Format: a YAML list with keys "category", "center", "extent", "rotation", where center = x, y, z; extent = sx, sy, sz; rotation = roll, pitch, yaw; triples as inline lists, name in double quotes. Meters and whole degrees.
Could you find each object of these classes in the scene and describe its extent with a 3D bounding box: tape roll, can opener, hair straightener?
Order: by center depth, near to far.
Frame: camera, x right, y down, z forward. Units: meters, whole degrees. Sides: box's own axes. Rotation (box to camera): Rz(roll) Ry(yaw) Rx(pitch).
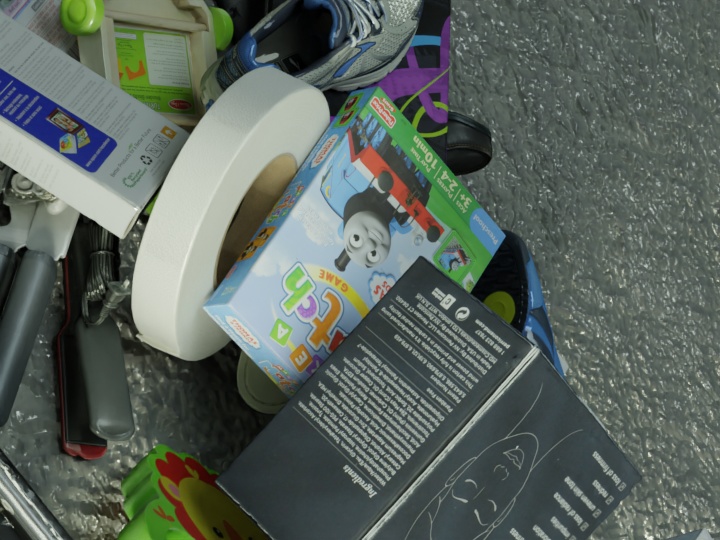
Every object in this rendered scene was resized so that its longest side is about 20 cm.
- category: "can opener"
  center: [-0.216, 0.009, 1.395]
  extent: [0.067, 0.052, 0.201]
  rotation: [82, 20, -58]
- category: "hair straightener"
  center: [-0.164, 0.017, 1.431]
  extent: [0.041, 0.077, 0.202]
  rotation: [15, 61, -35]
- category: "tape roll"
  center: [-0.085, -0.036, 1.464]
  extent: [0.037, 0.204, 0.203]
  rotation: [25, 42, 15]

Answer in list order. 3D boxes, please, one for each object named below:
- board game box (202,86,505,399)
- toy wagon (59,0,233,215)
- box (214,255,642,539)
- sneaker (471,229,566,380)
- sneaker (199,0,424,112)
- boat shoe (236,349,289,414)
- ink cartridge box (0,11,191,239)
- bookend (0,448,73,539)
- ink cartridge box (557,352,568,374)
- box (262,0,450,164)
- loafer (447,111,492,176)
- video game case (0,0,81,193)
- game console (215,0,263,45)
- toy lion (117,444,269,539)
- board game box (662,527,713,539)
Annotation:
- category: "board game box"
  center: [0.000, 0.000, 1.489]
  extent: [0.151, 0.036, 0.201]
  rotation: [47, 60, -25]
- category: "toy wagon"
  center: [-0.143, -0.116, 1.528]
  extent: [0.155, 0.039, 0.202]
  rotation: [0, 82, -55]
- category: "box"
  center: [0.048, 0.134, 1.412]
  extent: [0.197, 0.124, 0.200]
  rotation: [-48, 141, -5]
- category: "sneaker"
  center: [0.115, 0.073, 1.580]
  extent: [0.078, 0.066, 0.202]
  rotation: [19, 60, -53]
- category: "sneaker"
  center: [-0.019, -0.166, 1.547]
  extent: [0.200, 0.085, 0.077]
  rotation: [-37, 82, -32]
- category: "boat shoe"
  center: [-0.031, 0.028, 1.569]
  extent: [0.074, 0.066, 0.200]
  rotation: [30, 63, -5]
- category: "ink cartridge box"
  center: [-0.210, -0.107, 1.405]
  extent: [0.199, 0.037, 0.095]
  rotation: [35, 38, -3]
- category: "bookend"
  center: [-0.284, 0.166, 1.226]
  extent: [0.199, 0.092, 0.200]
  rotation: [54, 44, -12]
- category: "ink cartridge box"
  center: [0.052, 0.088, 1.612]
  extent: [0.146, 0.084, 0.200]
  rotation: [51, 44, -15]
- category: "box"
  center: [-0.004, -0.161, 1.620]
  extent: [0.142, 0.036, 0.202]
  rotation: [10, 62, -16]
- category: "loafer"
  center: [0.025, -0.077, 1.670]
  extent: [0.199, 0.073, 0.073]
  rotation: [-5, 64, -36]
- category: "video game case"
  center: [-0.260, -0.173, 1.467]
  extent: [0.182, 0.024, 0.201]
  rotation: [48, 45, -18]
- category: "game console"
  center: [-0.043, -0.235, 1.722]
  extent: [0.176, 0.116, 0.201]
  rotation: [-7, 75, -78]
- category: "toy lion"
  center: [-0.090, 0.187, 1.376]
  extent: [0.192, 0.069, 0.200]
  rotation: [52, 12, 23]
- category: "board game box"
  center: [0.135, 0.270, 1.525]
  extent: [0.041, 0.199, 0.199]
  rotation: [57, 43, -10]
